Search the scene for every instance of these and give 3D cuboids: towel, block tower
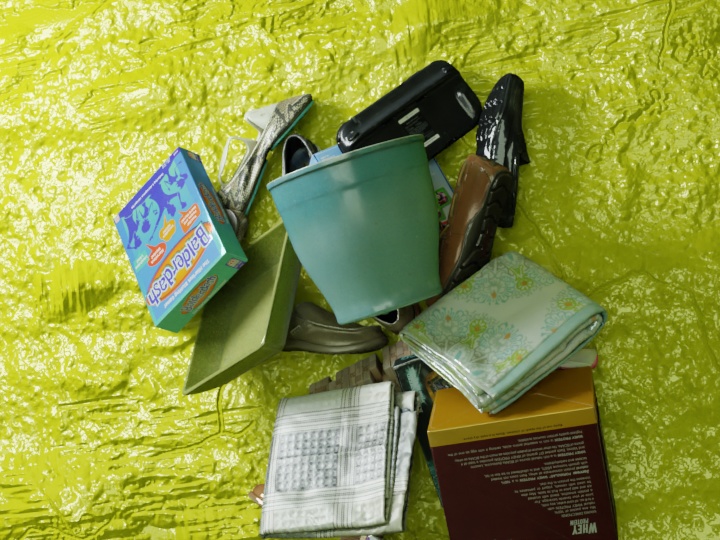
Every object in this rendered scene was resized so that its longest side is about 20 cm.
[{"bbox_3d":[0.168,0.067,1.571,0.199,0.048,0.171,-34,46,-19],"label":"towel"},{"bbox_3d":[-0.026,0.230,1.602,0.198,0.035,0.194,-8,53,22],"label":"towel"},{"bbox_3d":[0.031,0.139,1.702,0.198,0.058,0.054,-26,116,12],"label":"block tower"}]

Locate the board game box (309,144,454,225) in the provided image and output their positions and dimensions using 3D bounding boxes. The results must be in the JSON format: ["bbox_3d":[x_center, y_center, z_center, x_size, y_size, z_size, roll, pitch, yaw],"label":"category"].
[{"bbox_3d":[0.045,-0.088,1.714,0.150,0.037,0.201,-24,76,-18],"label":"board game box"}]

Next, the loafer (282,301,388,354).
[{"bbox_3d":[-0.060,0.075,1.734,0.198,0.076,0.068,1,88,16],"label":"loafer"}]

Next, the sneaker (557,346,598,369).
[{"bbox_3d":[0.210,0.067,1.658,0.198,0.081,0.089,22,91,16],"label":"sneaker"}]

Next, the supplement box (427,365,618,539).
[{"bbox_3d":[0.197,0.244,1.571,0.195,0.133,0.202,-10,104,11],"label":"supplement box"}]

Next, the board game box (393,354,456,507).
[{"bbox_3d":[0.134,0.188,1.649,0.134,0.028,0.202,-16,103,13],"label":"board game box"}]

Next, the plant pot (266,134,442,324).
[{"bbox_3d":[0.008,-0.042,1.579,0.198,0.200,0.190,-17,91,13],"label":"plant pot"}]

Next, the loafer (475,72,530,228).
[{"bbox_3d":[0.186,-0.154,1.708,0.070,0.068,0.203,14,82,-18],"label":"loafer"}]

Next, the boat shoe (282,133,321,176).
[{"bbox_3d":[-0.071,-0.090,1.738,0.068,0.057,0.202,-21,58,17],"label":"boat shoe"}]

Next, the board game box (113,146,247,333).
[{"bbox_3d":[-0.245,-0.042,1.767,0.152,0.045,0.201,-44,53,21],"label":"board game box"}]

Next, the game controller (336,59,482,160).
[{"bbox_3d":[0.066,-0.191,1.718,0.199,0.042,0.105,-36,92,-17],"label":"game controller"}]

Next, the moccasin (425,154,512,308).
[{"bbox_3d":[0.122,-0.044,1.644,0.077,0.073,0.203,27,110,36],"label":"moccasin"}]

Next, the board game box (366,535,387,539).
[{"bbox_3d":[0.065,0.400,1.580,0.105,0.200,0.104,34,92,34],"label":"board game box"}]

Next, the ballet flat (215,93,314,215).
[{"bbox_3d":[-0.142,-0.168,1.789,0.075,0.068,0.201,31,94,-7],"label":"ballet flat"}]

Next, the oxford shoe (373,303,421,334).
[{"bbox_3d":[0.000,0.000,1.727,0.200,0.075,0.071,43,98,17],"label":"oxford shoe"}]

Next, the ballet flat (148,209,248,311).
[{"bbox_3d":[-0.219,-0.006,1.799,0.200,0.046,0.068,-49,64,19],"label":"ballet flat"}]

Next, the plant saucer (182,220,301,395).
[{"bbox_3d":[-0.142,0.055,1.706,0.199,0.048,0.201,-33,38,46],"label":"plant saucer"}]

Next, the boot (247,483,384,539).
[{"bbox_3d":[-0.038,0.263,1.713,0.198,0.074,0.156,14,80,16],"label":"boot"}]
